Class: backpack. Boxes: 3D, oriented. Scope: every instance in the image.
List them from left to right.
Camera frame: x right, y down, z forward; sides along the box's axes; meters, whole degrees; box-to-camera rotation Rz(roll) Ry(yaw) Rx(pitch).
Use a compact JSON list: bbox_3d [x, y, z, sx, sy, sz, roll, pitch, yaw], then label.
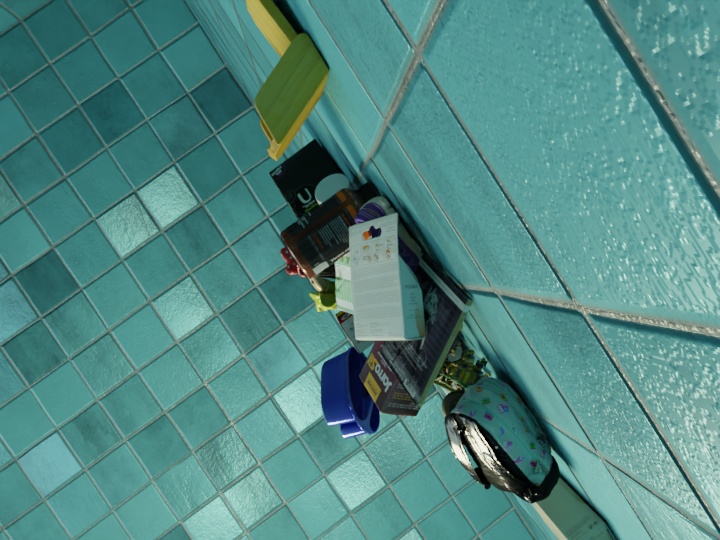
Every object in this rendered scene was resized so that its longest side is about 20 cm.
[{"bbox_3d":[0.239,0.289,1.087,0.201,0.127,0.166,52,149,-13],"label":"backpack"}]

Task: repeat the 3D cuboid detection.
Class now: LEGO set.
[{"bbox_3d":[0.191,0.169,1.238,0.152,0.117,0.200,21,164,26],"label":"LEGO set"}]

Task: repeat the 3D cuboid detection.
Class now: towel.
[{"bbox_3d":[0.000,0.000,1.284,0.151,0.023,0.205,15,115,43],"label":"towel"}]

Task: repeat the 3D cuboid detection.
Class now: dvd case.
[{"bbox_3d":[0.102,0.096,1.028,0.016,0.203,0.149,10,-156,-30],"label":"dvd case"}]

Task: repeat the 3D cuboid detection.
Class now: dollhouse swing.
[{"bbox_3d":[-0.150,-0.302,0.969,0.174,0.183,0.200,35,-179,-10],"label":"dollhouse swing"}]

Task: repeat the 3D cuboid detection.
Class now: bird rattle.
[{"bbox_3d":[-0.088,-0.004,1.462,0.112,0.163,0.202,-20,109,51],"label":"bird rattle"}]

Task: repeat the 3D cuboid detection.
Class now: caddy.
[{"bbox_3d":[-0.012,0.267,1.379,0.142,0.103,0.203,50,-154,-41],"label":"caddy"}]

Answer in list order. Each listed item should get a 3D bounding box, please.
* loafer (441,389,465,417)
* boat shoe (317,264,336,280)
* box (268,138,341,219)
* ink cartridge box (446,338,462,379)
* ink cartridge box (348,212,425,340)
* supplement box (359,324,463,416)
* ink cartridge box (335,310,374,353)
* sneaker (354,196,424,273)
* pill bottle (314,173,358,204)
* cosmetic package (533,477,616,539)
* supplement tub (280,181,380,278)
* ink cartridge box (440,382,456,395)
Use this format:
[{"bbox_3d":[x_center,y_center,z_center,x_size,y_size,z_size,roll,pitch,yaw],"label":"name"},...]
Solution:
[{"bbox_3d":[0.224,0.283,1.191,0.198,0.077,0.067,29,170,-25],"label":"loafer"},{"bbox_3d":[-0.033,0.011,1.388,0.198,0.068,0.069,18,166,-40],"label":"boat shoe"},{"bbox_3d":[-0.103,-0.183,1.522,0.201,0.147,0.125,55,178,25],"label":"box"},{"bbox_3d":[0.129,0.213,1.394,0.145,0.195,0.086,68,-168,-78],"label":"ink cartridge box"},{"bbox_3d":[0.041,0.016,1.065,0.161,0.049,0.205,-10,81,58],"label":"ink cartridge box"},{"bbox_3d":[0.087,0.148,1.135,0.084,0.203,0.111,12,-158,-32],"label":"supplement box"},{"bbox_3d":[0.044,0.081,1.432,0.085,0.199,0.176,54,177,-8],"label":"ink cartridge box"},{"bbox_3d":[0.060,-0.032,1.117,0.202,0.083,0.081,55,177,7],"label":"sneaker"},{"bbox_3d":[-0.027,-0.114,1.382,0.111,0.110,0.201,53,176,42],"label":"pill bottle"},{"bbox_3d":[0.386,0.459,1.142,0.106,0.070,0.200,56,177,-16],"label":"cosmetic package"},{"bbox_3d":[-0.046,-0.081,1.180,0.108,0.198,0.107,55,178,3],"label":"supplement tub"},{"bbox_3d":[0.284,0.326,1.455,0.199,0.044,0.198,37,-178,-14],"label":"ink cartridge box"}]
